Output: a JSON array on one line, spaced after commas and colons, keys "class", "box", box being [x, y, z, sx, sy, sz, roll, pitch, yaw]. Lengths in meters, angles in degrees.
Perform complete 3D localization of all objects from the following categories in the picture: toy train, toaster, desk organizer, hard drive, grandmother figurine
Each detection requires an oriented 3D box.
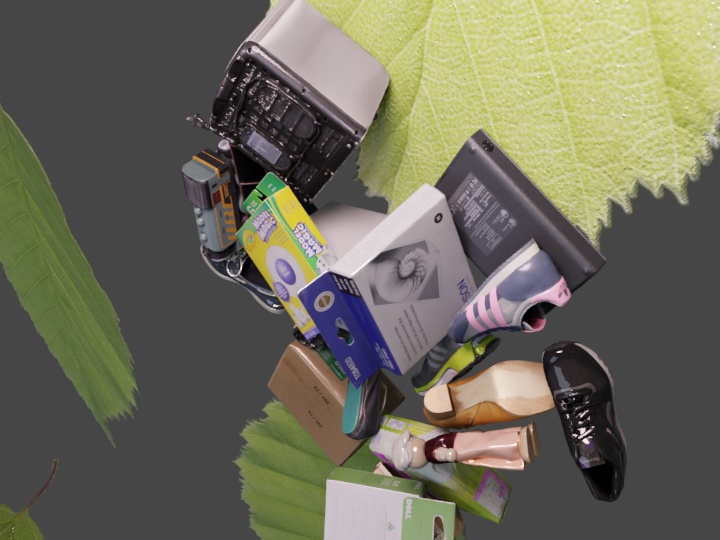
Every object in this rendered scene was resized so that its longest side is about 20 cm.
[{"class": "toy train", "box": [-0.221, -0.108, 1.211, 0.084, 0.113, 0.204, 30, 140, 28]}, {"class": "toaster", "box": [-0.084, -0.206, 0.922, 0.198, 0.120, 0.181, 35, 147, -9]}, {"class": "desk organizer", "box": [-0.135, -0.163, 1.091, 0.071, 0.077, 0.204, 23, 136, 36]}, {"class": "hard drive", "box": [0.169, -0.044, 0.870, 0.201, 0.033, 0.140, 48, 146, 8]}, {"class": "grandmother figurine", "box": [0.128, 0.233, 0.986, 0.195, 0.121, 0.062, -11, 75, 26]}]

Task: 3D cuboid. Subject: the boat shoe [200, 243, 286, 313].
[{"class": "boat shoe", "box": [-0.198, -0.004, 1.314, 0.199, 0.075, 0.062, 40, 147, 15]}]

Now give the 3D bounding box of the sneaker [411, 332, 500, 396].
[{"class": "sneaker", "box": [0.120, 0.110, 1.052, 0.082, 0.073, 0.201, 58, 145, 15]}]

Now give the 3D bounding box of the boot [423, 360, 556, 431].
[{"class": "boot", "box": [0.182, 0.173, 1.021, 0.195, 0.073, 0.144, -10, 161, 11]}]

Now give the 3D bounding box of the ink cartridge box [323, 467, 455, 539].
[{"class": "ink cartridge box", "box": [0.046, 0.364, 1.110, 0.194, 0.059, 0.107, 5, 95, 17]}]

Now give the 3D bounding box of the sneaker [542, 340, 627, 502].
[{"class": "sneaker", "box": [0.270, 0.180, 0.888, 0.074, 0.088, 0.203, -19, 111, 25]}]

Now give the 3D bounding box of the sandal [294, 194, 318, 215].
[{"class": "sandal", "box": [-0.077, -0.029, 1.145, 0.048, 0.074, 0.204, 48, 161, 46]}]

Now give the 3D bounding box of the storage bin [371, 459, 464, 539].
[{"class": "storage bin", "box": [0.082, 0.406, 1.241, 0.199, 0.094, 0.200, 45, -177, 9]}]

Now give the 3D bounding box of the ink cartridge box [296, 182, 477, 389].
[{"class": "ink cartridge box", "box": [0.044, 0.033, 0.895, 0.040, 0.199, 0.201, 40, 165, 44]}]

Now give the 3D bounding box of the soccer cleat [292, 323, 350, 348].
[{"class": "soccer cleat", "box": [-0.027, 0.063, 1.157, 0.197, 0.074, 0.068, -20, 126, 44]}]

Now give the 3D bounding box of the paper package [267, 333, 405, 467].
[{"class": "paper package", "box": [-0.045, 0.206, 1.297, 0.200, 0.103, 0.192, 47, 145, 10]}]

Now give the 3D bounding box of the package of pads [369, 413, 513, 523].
[{"class": "package of pads", "box": [0.126, 0.303, 1.152, 0.152, 0.069, 0.200, 1, 146, 51]}]

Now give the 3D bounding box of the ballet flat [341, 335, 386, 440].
[{"class": "ballet flat", "box": [0.013, 0.159, 1.165, 0.071, 0.206, 0.073, 5, 161, 2]}]

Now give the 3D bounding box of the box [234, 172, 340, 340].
[{"class": "box", "box": [-0.088, -0.018, 0.981, 0.202, 0.048, 0.117, 56, 145, 1]}]

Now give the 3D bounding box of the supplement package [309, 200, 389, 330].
[{"class": "supplement package", "box": [0.000, 0.000, 1.035, 0.197, 0.121, 0.122, 18, 133, 41]}]

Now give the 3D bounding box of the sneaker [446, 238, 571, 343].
[{"class": "sneaker", "box": [0.165, 0.050, 0.869, 0.082, 0.070, 0.201, 48, 148, 11]}]
